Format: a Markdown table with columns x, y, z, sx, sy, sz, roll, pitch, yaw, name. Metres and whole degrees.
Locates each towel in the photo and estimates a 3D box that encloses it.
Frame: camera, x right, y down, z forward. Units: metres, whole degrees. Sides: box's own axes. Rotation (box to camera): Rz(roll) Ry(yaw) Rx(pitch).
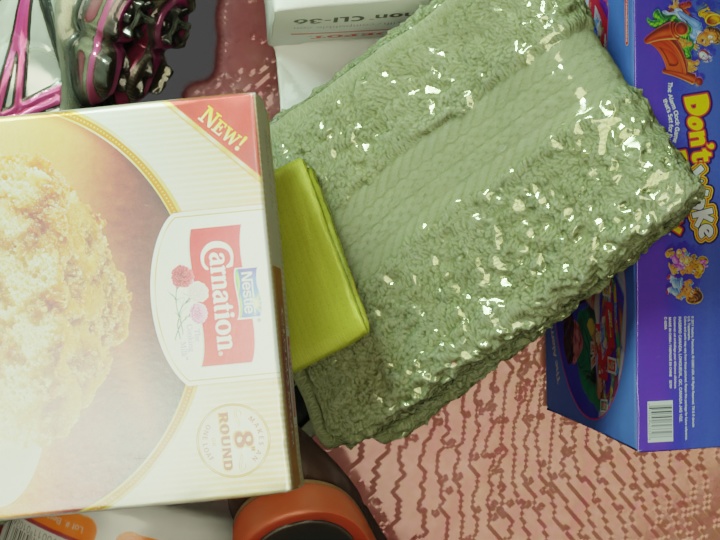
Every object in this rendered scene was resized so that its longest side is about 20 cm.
| x | y | z | sx | sy | sz | roll | pitch | yaw | name |
| --- | --- | --- | --- | --- | --- | --- | --- | --- | --- |
| 0.032 | -0.029 | 1.002 | 0.200 | 0.036 | 0.148 | -36 | 77 | 22 | towel |
| -0.093 | 0.034 | 1.012 | 0.200 | 0.018 | 0.086 | -27 | 67 | 16 | towel |

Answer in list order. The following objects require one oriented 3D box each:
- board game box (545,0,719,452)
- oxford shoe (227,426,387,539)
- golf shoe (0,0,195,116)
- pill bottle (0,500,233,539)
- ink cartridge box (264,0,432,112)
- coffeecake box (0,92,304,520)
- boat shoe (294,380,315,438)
| x | y | z | sx | sy | sz | roll | pitch | yaw | name |
| --- | --- | --- | --- | --- | --- | --- | --- | --- | --- |
| 0.119 | -0.030 | 1.053 | 0.045 | 0.134 | 0.200 | -2 | 95 | -12 | board game box |
| -0.010 | 0.130 | 1.061 | 0.071 | 0.200 | 0.073 | -18 | 51 | 0 | oxford shoe |
| -0.148 | -0.062 | 1.075 | 0.092 | 0.073 | 0.200 | 26 | 95 | 23 | golf shoe |
| -0.128 | 0.186 | 1.067 | 0.110 | 0.110 | 0.200 | 18 | 93 | -5 | pill bottle |
| 0.013 | -0.164 | 1.050 | 0.116 | 0.067 | 0.200 | -5 | 82 | -4 | ink cartridge box |
| -0.129 | 0.019 | 0.941 | 0.200 | 0.073 | 0.154 | -6 | 87 | 2 | coffeecake box |
| 0.000 | 0.000 | 1.080 | 0.066 | 0.075 | 0.199 | 39 | 90 | -4 | boat shoe |
